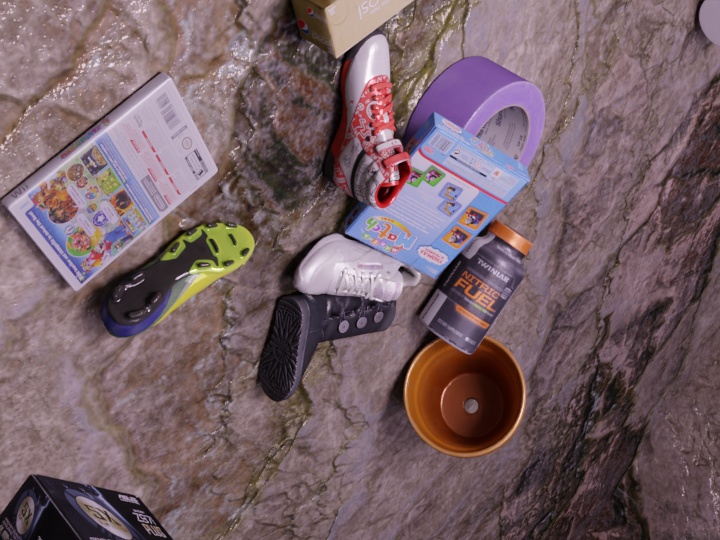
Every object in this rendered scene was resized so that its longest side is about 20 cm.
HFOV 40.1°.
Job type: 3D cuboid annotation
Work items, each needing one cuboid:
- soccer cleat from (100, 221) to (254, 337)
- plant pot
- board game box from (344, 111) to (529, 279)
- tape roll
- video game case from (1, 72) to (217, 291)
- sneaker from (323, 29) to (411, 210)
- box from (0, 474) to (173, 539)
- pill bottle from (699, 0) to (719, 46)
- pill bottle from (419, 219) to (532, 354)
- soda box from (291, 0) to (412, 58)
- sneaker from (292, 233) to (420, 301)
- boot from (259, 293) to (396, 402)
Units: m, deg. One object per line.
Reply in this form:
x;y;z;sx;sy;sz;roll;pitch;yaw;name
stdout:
-0.206;0.008;1.109;0.199;0.065;0.084;-35;173;-32;soccer cleat
0.183;0.219;1.667;0.201;0.200;0.183;-50;162;-4;plant pot
0.095;-0.090;1.266;0.150;0.037;0.200;26;126;-23;board game box
0.155;-0.180;1.340;0.199;0.085;0.201;-32;141;-30;tape roll
-0.245;-0.087;0.995;0.200;0.018;0.144;-43;146;-15;video game case
0.024;-0.172;1.164;0.067;0.108;0.203;-16;132;-42;sneaker
-0.309;0.341;1.180;0.086;0.163;0.200;-52;146;1;box
0.678;-0.468;1.690;0.199;0.114;0.115;-35;143;-24;pill bottle
0.186;0.021;1.546;0.201;0.106;0.106;-57;147;6;pill bottle
0.019;-0.319;1.063;0.200;0.064;0.068;-41;145;-19;soda box
0.000;0.000;1.303;0.199;0.099;0.075;-12;132;-43;sneaker
-0.039;0.089;1.377;0.199;0.065;0.166;-17;135;-48;boot
